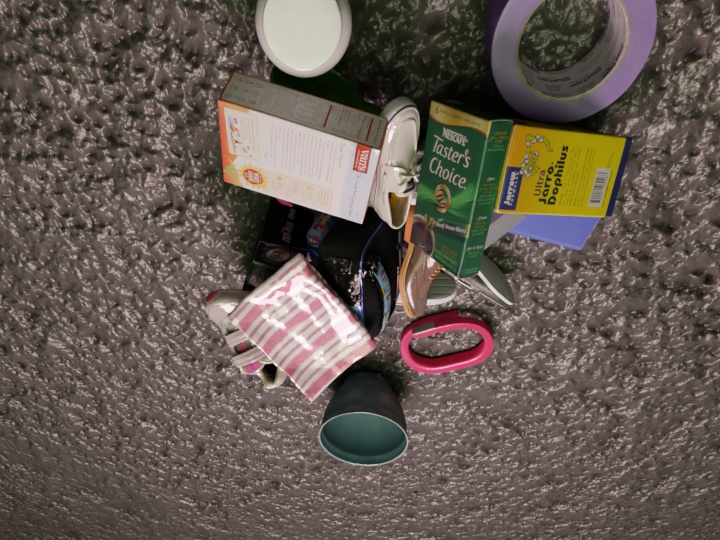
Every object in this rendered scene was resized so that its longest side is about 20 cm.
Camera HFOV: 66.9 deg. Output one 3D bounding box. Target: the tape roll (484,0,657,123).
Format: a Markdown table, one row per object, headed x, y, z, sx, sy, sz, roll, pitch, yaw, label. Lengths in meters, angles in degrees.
| x | y | z | sx | sy | sz | roll | pitch | yaw | label |
| --- | --- | --- | --- | --- | --- | --- | --- | --- | --- |
| 0.258 | -0.301 | 0.689 | 0.191 | 0.087 | 0.205 | 2 | 132 | 2 | tape roll |

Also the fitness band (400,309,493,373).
| x | y | z | sx | sy | sz | roll | pitch | yaw | label |
| --- | --- | --- | --- | --- | --- | --- | --- | --- | --- |
| 0.175 | 0.149 | 1.119 | 0.193 | 0.038 | 0.146 | -15 | 130 | 19 | fitness band |

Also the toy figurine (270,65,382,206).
| x | y | z | sx | sy | sz | roll | pitch | yaw | label |
| --- | --- | --- | --- | --- | --- | --- | --- | --- | --- |
| -0.067 | -0.172 | 0.799 | 0.194 | 0.154 | 0.185 | 19 | 136 | -18 | toy figurine |

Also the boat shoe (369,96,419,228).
| x | y | z | sx | sy | sz | roll | pitch | yaw | label |
| --- | --- | --- | --- | --- | --- | --- | --- | --- | --- |
| 0.053 | -0.134 | 0.735 | 0.069 | 0.071 | 0.203 | -22 | 150 | -22 | boat shoe |

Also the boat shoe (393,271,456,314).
| x | y | z | sx | sy | sz | roll | pitch | yaw | label |
| --- | --- | --- | --- | --- | --- | --- | --- | --- | --- |
| 0.086 | 0.044 | 1.022 | 0.192 | 0.074 | 0.072 | -1 | 143 | 18 | boat shoe |

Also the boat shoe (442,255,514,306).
| x | y | z | sx | sy | sz | roll | pitch | yaw | label |
| --- | --- | --- | --- | --- | --- | --- | --- | --- | --- |
| 0.193 | 0.000 | 0.966 | 0.199 | 0.076 | 0.060 | 43 | 123 | -13 | boat shoe |

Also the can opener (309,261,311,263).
| x | y | z | sx | sy | sz | roll | pitch | yaw | label |
| --- | --- | --- | --- | --- | --- | --- | --- | --- | --- |
| -0.075 | 0.031 | 0.930 | 0.065 | 0.203 | 0.054 | 21 | 124 | -9 | can opener |

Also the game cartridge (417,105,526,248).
| x | y | z | sx | sy | sz | roll | pitch | yaw | label |
| --- | --- | --- | --- | --- | --- | --- | --- | --- | --- |
| 0.169 | -0.131 | 0.814 | 0.132 | 0.042 | 0.202 | -37 | 119 | 0 | game cartridge |

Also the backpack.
| x | y | z | sx | sy | sz | roll | pitch | yaw | label |
| --- | --- | --- | --- | --- | --- | --- | --- | --- | --- |
| 0.000 | 0.000 | 0.902 | 0.130 | 0.185 | 0.205 | 10 | 132 | 20 | backpack |

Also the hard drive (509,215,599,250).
| x | y | z | sx | sy | sz | roll | pitch | yaw | label |
| --- | --- | --- | --- | --- | --- | --- | --- | --- | --- |
| 0.297 | -0.112 | 0.886 | 0.192 | 0.026 | 0.135 | 13 | 130 | -5 | hard drive |

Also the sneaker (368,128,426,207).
| x | y | z | sx | sy | sz | roll | pitch | yaw | label |
| --- | --- | --- | --- | --- | --- | --- | --- | --- | --- |
| 0.044 | -0.164 | 0.847 | 0.191 | 0.076 | 0.110 | 0 | 120 | 4 | sneaker |

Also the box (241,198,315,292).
| x | y | z | sx | sy | sz | roll | pitch | yaw | label |
| --- | --- | --- | --- | --- | --- | --- | --- | --- | --- |
| -0.155 | 0.012 | 0.945 | 0.083 | 0.167 | 0.203 | 18 | 131 | -11 | box |

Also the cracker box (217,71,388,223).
| x | y | z | sx | sy | sz | roll | pitch | yaw | label |
| --- | --- | --- | --- | --- | --- | --- | --- | --- | --- |
| -0.072 | -0.147 | 0.673 | 0.193 | 0.059 | 0.136 | 18 | 145 | 0 | cracker box |

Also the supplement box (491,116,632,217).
| x | y | z | sx | sy | sz | roll | pitch | yaw | label |
| --- | --- | --- | --- | --- | --- | --- | --- | --- | --- |
| 0.250 | -0.144 | 0.750 | 0.193 | 0.109 | 0.114 | 0 | 111 | -21 | supplement box |

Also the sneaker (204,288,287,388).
| x | y | z | sx | sy | sz | roll | pitch | yaw | label |
| --- | --- | --- | --- | --- | --- | --- | --- | --- | --- |
| -0.170 | 0.111 | 0.861 | 0.080 | 0.090 | 0.200 | -27 | 124 | 25 | sneaker |

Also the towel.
| x | y | z | sx | sy | sz | roll | pitch | yaw | label |
| --- | --- | --- | --- | --- | --- | --- | --- | --- | --- |
| -0.083 | 0.090 | 0.817 | 0.145 | 0.030 | 0.201 | -39 | 115 | 5 | towel |

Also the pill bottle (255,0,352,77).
| x | y | z | sx | sy | sz | roll | pitch | yaw | label |
| --- | --- | --- | --- | --- | --- | --- | --- | --- | --- |
| -0.065 | -0.292 | 0.636 | 0.108 | 0.202 | 0.116 | -2 | 116 | -3 | pill bottle |

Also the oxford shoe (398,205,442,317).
| x | y | z | sx | sy | sz | roll | pitch | yaw | label |
| --- | --- | --- | --- | --- | --- | --- | --- | --- | --- |
| 0.110 | -0.008 | 0.901 | 0.071 | 0.071 | 0.207 | 15 | 119 | 27 | oxford shoe |

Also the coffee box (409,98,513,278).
| x | y | z | sx | sy | sz | roll | pitch | yaw | label |
| --- | --- | --- | --- | --- | --- | --- | --- | --- | --- |
| 0.125 | -0.110 | 0.721 | 0.043 | 0.123 | 0.207 | -8 | 120 | -30 | coffee box |

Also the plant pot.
| x | y | z | sx | sy | sz | roll | pitch | yaw | label |
| --- | --- | --- | --- | --- | --- | --- | --- | --- | --- |
| 0.011 | 0.316 | 1.209 | 0.192 | 0.137 | 0.205 | 3 | 132 | 3 | plant pot |
